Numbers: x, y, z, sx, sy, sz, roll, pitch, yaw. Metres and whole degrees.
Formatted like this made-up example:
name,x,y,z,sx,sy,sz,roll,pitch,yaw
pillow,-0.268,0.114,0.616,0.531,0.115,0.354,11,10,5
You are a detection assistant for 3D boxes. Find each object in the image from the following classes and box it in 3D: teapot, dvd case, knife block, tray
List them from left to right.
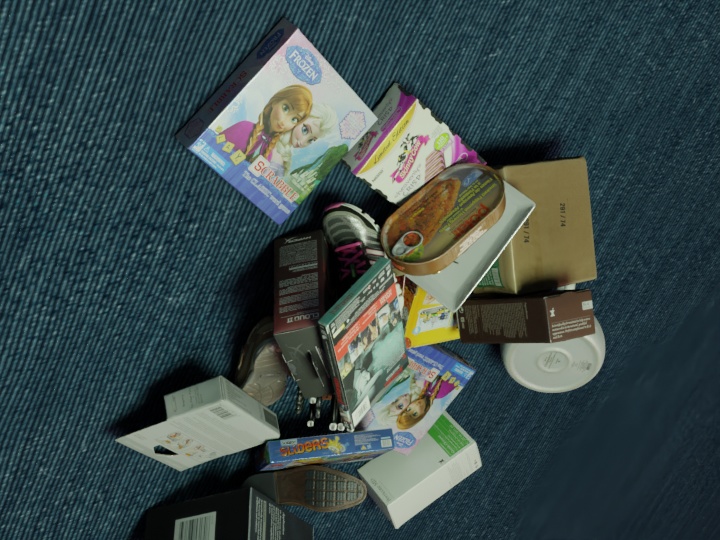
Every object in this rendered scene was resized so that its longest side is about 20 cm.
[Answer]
name,x,y,z,sx,sy,sz,roll,pitch,yaw
knife block,-0.025,0.151,1.488,0.200,0.176,0.064,-24,137,-38
dvd case,0.008,0.101,1.358,0.146,0.022,0.200,-46,139,-34
tray,0.158,-0.047,1.477,0.200,0.107,0.022,-54,165,8
teapot,0.343,0.109,1.800,0.200,0.146,0.197,-27,123,28

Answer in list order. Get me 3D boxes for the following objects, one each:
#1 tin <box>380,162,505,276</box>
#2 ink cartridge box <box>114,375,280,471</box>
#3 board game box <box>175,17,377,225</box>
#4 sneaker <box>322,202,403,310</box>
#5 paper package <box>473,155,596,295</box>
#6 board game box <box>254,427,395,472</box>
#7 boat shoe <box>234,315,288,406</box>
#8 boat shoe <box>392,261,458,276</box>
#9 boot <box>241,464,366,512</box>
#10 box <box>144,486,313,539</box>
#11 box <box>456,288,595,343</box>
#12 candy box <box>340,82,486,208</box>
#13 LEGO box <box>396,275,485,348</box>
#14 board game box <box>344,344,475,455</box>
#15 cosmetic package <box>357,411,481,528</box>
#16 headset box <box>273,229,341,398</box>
name,x,y,z,sx,sy,sz,roll,pitch,yaw
tin,0.118,-0.071,1.401,0.200,0.112,0.042,-40,139,-15
ink cartridge box,-0.236,0.229,1.471,0.173,0.044,0.200,-20,151,11
board game box,-0.101,-0.184,1.289,0.200,0.041,0.200,-48,138,2
sneaker,0.000,0.000,1.404,0.074,0.087,0.200,-13,116,24
paper package,0.263,-0.071,1.564,0.190,0.103,0.200,-9,95,-33
board game box,-0.060,0.288,1.598,0.200,0.035,0.135,-3,163,-17
boat shoe,-0.145,0.140,1.479,0.076,0.072,0.200,2,142,-26
boat shoe,0.075,-0.029,1.464,0.063,0.200,0.073,56,38,-40
boot,-0.086,0.350,1.628,0.097,0.200,0.075,49,42,-81
box,-0.204,0.441,1.572,0.197,0.118,0.200,-16,142,21
box,0.249,0.071,1.532,0.100,0.200,0.075,-8,90,-34
candy box,0.076,-0.158,1.437,0.136,0.061,0.200,-51,137,7
LEGO box,0.134,0.035,1.620,0.200,0.077,0.149,-8,126,-35
board game box,0.077,0.211,1.725,0.200,0.041,0.200,-52,137,8
cosmetic package,0.109,0.361,1.831,0.200,0.108,0.085,-33,136,-16
headset box,-0.066,0.068,1.390,0.075,0.200,0.149,-12,135,8
